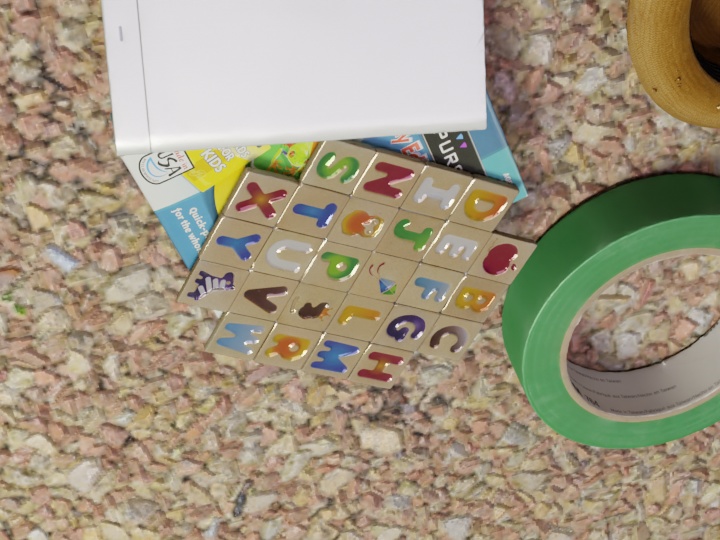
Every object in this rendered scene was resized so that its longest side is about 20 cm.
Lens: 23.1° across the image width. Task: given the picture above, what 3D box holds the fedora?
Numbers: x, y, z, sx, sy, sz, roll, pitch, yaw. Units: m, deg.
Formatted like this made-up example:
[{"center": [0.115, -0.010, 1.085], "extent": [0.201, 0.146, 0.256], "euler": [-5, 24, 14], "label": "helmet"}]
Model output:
[{"center": [0.226, -0.174, 0.985], "extent": [0.200, 0.082, 0.201], "euler": [-11, 136, -11], "label": "fedora"}]

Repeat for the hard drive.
[{"center": [-0.035, -0.133, 0.929], "extent": [0.199, 0.027, 0.132], "euler": [-5, 109, -4], "label": "hard drive"}]

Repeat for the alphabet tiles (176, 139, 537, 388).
[{"center": [0.000, 0.000, 1.044], "extent": [0.200, 0.006, 0.167], "euler": [13, 125, -29], "label": "alphabet tiles"}]

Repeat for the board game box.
[{"center": [-0.020, -0.066, 1.018], "extent": [0.200, 0.047, 0.151], "euler": [-25, 131, 3], "label": "board game box"}]

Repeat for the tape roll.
[{"center": [0.195, 0.030, 1.163], "extent": [0.200, 0.048, 0.201], "euler": [-9, 130, -11], "label": "tape roll"}]
